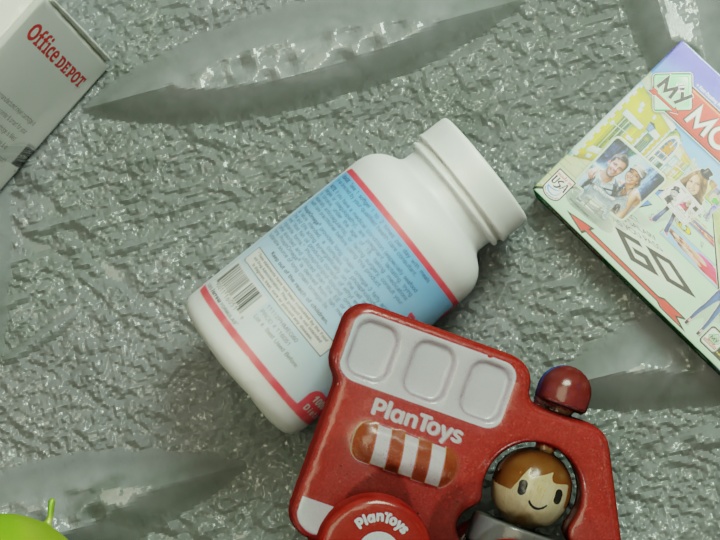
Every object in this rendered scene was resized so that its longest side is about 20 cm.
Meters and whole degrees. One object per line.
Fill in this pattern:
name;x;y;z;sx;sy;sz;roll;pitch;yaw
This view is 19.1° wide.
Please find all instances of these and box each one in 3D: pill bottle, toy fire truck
pill bottle;0.000;0.000;1.315;0.200;0.109;0.109;-39;76;1
toy fire truck;0.061;0.124;1.256;0.200;0.112;0.168;19;91;-5

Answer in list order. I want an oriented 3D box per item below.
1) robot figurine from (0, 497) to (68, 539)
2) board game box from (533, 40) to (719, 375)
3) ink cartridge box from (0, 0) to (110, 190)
robot figurine;-0.244;0.230;1.307;0.200;0.116;0.176;-39;71;0
board game box;0.224;-0.027;1.325;0.135;0.029;0.200;-45;76;0
ink cartridge box;-0.270;-0.102;1.360;0.083;0.147;0.200;40;87;16
